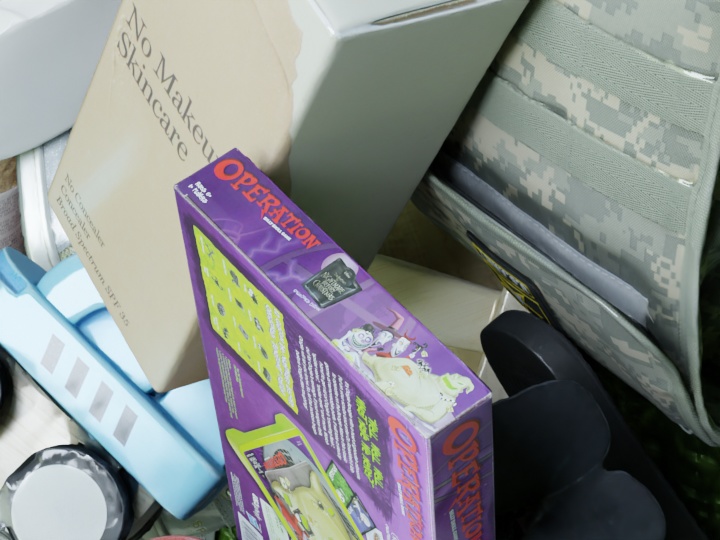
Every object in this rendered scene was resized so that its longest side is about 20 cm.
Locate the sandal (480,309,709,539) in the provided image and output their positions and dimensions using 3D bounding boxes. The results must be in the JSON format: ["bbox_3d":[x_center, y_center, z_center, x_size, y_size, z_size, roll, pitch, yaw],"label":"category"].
[{"bbox_3d":[0.090,0.099,0.816,0.200,0.045,0.075,54,162,-28],"label":"sandal"}]

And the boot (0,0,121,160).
[{"bbox_3d":[-0.116,-0.129,0.920,0.090,0.200,0.073,46,169,32],"label":"boot"}]

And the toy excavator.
[{"bbox_3d":[-0.051,0.033,0.862,0.194,0.200,0.100,43,-177,4],"label":"toy excavator"}]

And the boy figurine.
[{"bbox_3d":[0.044,0.103,0.796,0.125,0.064,0.200,58,163,10],"label":"boy figurine"}]

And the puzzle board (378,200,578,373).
[{"bbox_3d":[0.000,0.000,0.901,0.150,0.017,0.201,-16,94,17],"label":"puzzle board"}]

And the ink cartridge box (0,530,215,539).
[{"bbox_3d":[-0.136,0.153,1.153,0.116,0.068,0.201,33,130,38],"label":"ink cartridge box"}]

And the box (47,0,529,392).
[{"bbox_3d":[-0.029,-0.056,0.744,0.095,0.077,0.200,58,146,22],"label":"box"}]

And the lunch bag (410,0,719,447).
[{"bbox_3d":[0.084,-0.051,0.758,0.164,0.117,0.201,40,139,36],"label":"lunch bag"}]

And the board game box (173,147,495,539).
[{"bbox_3d":[-0.004,0.065,0.717,0.120,0.032,0.200,48,158,31],"label":"board game box"}]

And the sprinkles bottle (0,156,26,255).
[{"bbox_3d":[-0.190,-0.032,1.103,0.068,0.068,0.200,51,151,21],"label":"sprinkles bottle"}]

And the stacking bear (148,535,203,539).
[{"bbox_3d":[-0.027,0.193,0.827,0.200,0.114,0.121,45,176,-35],"label":"stacking bear"}]

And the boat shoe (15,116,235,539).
[{"bbox_3d":[-0.095,0.014,0.949,0.074,0.064,0.203,60,-166,-84],"label":"boat shoe"}]
